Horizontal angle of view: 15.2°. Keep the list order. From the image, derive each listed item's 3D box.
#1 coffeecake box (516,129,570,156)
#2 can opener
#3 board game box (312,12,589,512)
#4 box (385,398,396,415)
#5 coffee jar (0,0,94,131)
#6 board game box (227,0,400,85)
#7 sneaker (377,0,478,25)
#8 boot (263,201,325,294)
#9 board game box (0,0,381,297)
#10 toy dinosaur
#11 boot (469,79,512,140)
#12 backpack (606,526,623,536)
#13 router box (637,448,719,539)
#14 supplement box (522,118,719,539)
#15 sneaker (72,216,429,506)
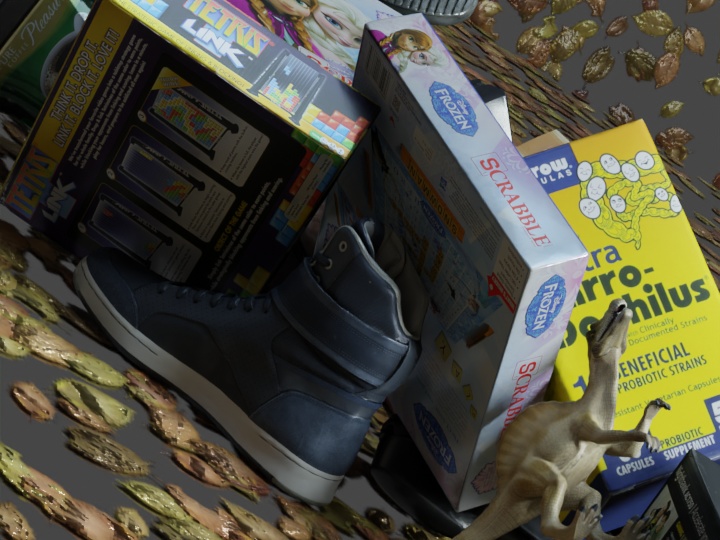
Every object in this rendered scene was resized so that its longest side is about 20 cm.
[{"bbox_3d":[0.158,0.027,1.905,0.154,0.073,0.201,49,-22,47],"label":"coffeecake box"},{"bbox_3d":[0.091,0.150,1.596,0.200,0.079,0.063,36,-26,-11],"label":"can opener"},{"bbox_3d":[0.044,-0.004,1.513,0.041,0.200,0.200,-13,51,-25],"label":"board game box"},{"bbox_3d":[0.061,0.037,1.804,0.095,0.100,0.200,29,13,-25],"label":"box"},{"bbox_3d":[-0.162,-0.109,1.659,0.200,0.104,0.085,39,-6,-6],"label":"coffee jar"},{"bbox_3d":[-0.041,-0.138,1.675,0.199,0.041,0.200,29,26,-18],"label":"board game box"},{"bbox_3d":[-0.014,-0.197,1.831,0.199,0.074,0.089,17,-34,11],"label":"sneaker"},{"bbox_3d":[0.000,0.000,1.706,0.200,0.185,0.065,-130,-156,-59],"label":"boot"},{"bbox_3d":[-0.102,-0.066,1.545,0.165,0.200,0.057,35,47,0],"label":"board game box"},{"bbox_3d":[0.101,0.113,1.425,0.101,0.200,0.058,34,-9,45],"label":"toy dinosaur"},{"bbox_3d":[-0.007,-0.100,1.919,0.165,0.199,0.066,-130,-157,-58],"label":"boot"},{"bbox_3d":[0.196,0.126,1.651,0.200,0.135,0.183,43,-5,34],"label":"backpack"},{"bbox_3d":[0.158,0.193,1.368,0.051,0.150,0.200,32,13,-10],"label":"router box"},{"bbox_3d":[0.140,0.035,1.530,0.110,0.108,0.201,110,-40,-68],"label":"supplement box"},{"bbox_3d":[-0.055,0.012,1.496,0.202,0.147,0.077,38,15,19],"label":"sneaker"}]
